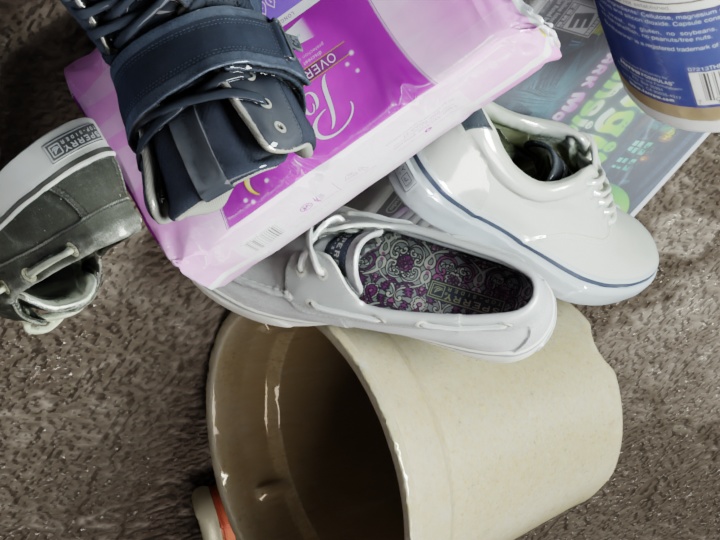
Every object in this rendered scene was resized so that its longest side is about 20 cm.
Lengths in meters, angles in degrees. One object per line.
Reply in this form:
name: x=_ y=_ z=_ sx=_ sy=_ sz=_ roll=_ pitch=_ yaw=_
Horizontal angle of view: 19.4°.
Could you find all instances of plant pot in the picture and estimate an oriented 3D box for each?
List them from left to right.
plant pot: x=0.041 y=0.091 z=1.196 sx=0.183 sy=0.201 sz=0.201 roll=-15 pitch=145 yaw=-32

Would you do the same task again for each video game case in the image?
video game case: x=0.107 y=-0.072 z=1.149 sx=0.181 sy=0.023 sz=0.200 roll=10 pitch=132 yaw=-39

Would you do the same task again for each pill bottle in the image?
pill bottle: x=0.152 y=-0.166 z=0.974 sx=0.111 sy=0.111 sz=0.200 roll=-26 pitch=139 yaw=1

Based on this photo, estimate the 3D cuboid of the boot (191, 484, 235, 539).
boot: x=-0.053 y=0.191 z=1.356 sx=0.107 sy=0.075 sz=0.200 roll=-16 pitch=136 yaw=-7

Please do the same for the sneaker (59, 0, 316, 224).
sneaker: x=-0.088 y=-0.102 z=0.814 sx=0.077 sy=0.147 sz=0.202 roll=-25 pitch=153 yaw=22

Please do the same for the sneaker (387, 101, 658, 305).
sneaker: x=0.104 y=-0.036 z=1.110 sx=0.071 sy=0.073 sz=0.200 roll=-37 pitch=143 yaw=30

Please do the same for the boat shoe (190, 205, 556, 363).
boat shoe: x=0.000 y=0.000 z=1.063 sx=0.199 sy=0.072 sz=0.069 roll=19 pitch=164 yaw=13

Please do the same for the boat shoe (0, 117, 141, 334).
boat shoe: x=-0.158 y=-0.003 z=0.986 sx=0.071 sy=0.064 sz=0.200 roll=-31 pitch=177 yaw=-30

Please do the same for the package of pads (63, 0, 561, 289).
package of pads: x=-0.022 y=-0.094 z=0.953 sx=0.200 sy=0.121 sz=0.076 roll=-34 pitch=166 yaw=12
